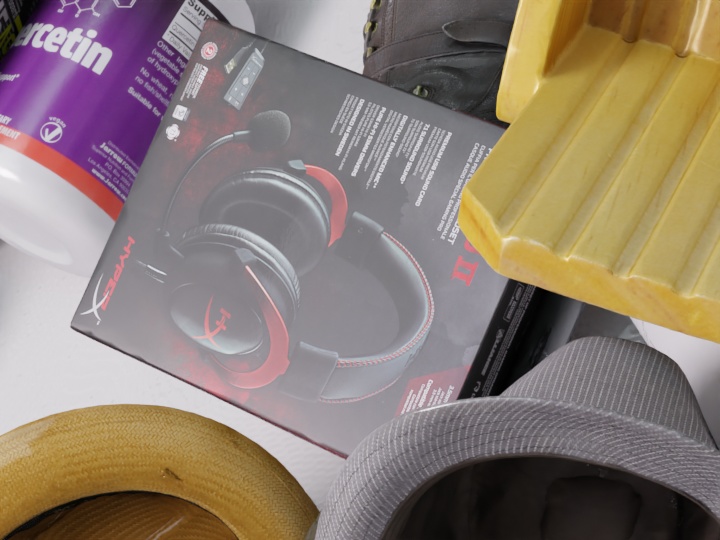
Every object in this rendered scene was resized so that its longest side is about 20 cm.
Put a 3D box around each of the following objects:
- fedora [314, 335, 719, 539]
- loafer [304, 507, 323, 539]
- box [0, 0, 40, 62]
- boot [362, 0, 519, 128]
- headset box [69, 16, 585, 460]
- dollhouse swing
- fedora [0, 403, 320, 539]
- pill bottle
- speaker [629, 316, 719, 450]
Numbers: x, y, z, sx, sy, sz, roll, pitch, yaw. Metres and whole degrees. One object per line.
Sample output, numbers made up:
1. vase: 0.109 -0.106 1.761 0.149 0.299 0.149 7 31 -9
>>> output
1. fedora: 0.077 0.094 0.720 0.175 0.201 0.091 8 38 12
2. loafer: -0.012 0.162 0.800 0.076 0.067 0.201 -62 -3 -81
3. box: -0.210 -0.110 1.147 0.044 0.200 0.161 27 72 8
4. boot: 0.008 -0.065 1.006 0.198 0.069 0.175 -12 49 22
5. headset box: 0.000 0.000 0.880 0.199 0.075 0.150 23 87 25
6. dollhouse swing: 0.147 -0.085 0.733 0.198 0.176 0.183 18 109 15
7. fedora: -0.102 0.148 0.874 0.201 0.201 0.082 -45 3 1
8. pill bottle: -0.130 -0.104 1.121 0.112 0.112 0.201 10 65 46
9. speaker: 0.157 0.038 0.764 0.081 0.081 0.201 -38 39 10
